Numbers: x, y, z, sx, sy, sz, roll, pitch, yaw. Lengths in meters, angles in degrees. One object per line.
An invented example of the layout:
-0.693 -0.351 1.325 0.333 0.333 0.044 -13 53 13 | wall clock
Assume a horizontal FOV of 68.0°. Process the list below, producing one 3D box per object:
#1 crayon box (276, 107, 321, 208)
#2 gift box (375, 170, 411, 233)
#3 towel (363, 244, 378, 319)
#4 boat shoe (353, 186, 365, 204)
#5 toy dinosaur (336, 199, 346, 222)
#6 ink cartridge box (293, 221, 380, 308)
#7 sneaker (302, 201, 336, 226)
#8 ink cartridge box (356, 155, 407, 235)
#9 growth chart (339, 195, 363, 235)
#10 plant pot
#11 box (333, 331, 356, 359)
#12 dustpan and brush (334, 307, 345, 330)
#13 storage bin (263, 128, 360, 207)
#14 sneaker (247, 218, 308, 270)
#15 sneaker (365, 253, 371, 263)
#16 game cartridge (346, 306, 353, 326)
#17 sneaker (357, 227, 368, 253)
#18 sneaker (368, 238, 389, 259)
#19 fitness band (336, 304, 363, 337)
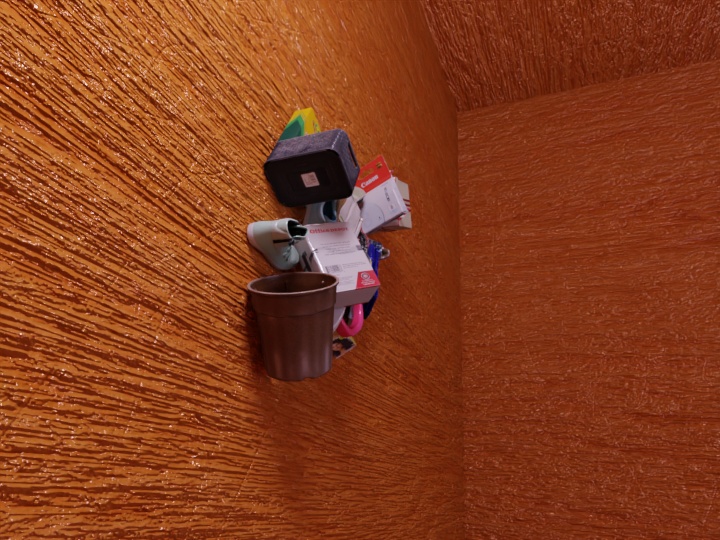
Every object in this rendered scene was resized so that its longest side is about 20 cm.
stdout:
-0.139 -0.301 1.431 0.174 0.058 0.201 -73 151 -45 | crayon box
0.082 -0.226 1.811 0.186 0.198 0.187 -2 82 -67 | gift box
0.029 0.037 1.708 0.148 0.049 0.202 102 -6 -54 | towel
-0.057 -0.195 1.609 0.199 0.074 0.067 -42 160 -52 | boat shoe
-0.056 -0.189 1.418 0.201 0.057 0.102 107 -11 -53 | toy dinosaur
-0.062 -0.014 1.321 0.143 0.084 0.202 -8 59 -32 | ink cartridge box
-0.102 -0.120 1.390 0.073 0.082 0.203 -13 120 -36 | sneaker
0.039 -0.236 1.678 0.047 0.159 0.202 -13 77 -60 | ink cartridge box
-0.043 -0.167 1.520 0.145 0.018 0.201 -61 139 -39 | growth chart
-0.140 0.121 1.165 0.200 0.198 0.201 -30 120 -67 | plant pot
-0.082 0.164 1.428 0.050 0.075 0.200 59 4 38 | box
-0.128 0.154 1.307 0.057 0.138 0.202 139 -31 -71 | dustpan and brush
-0.115 -0.243 1.285 0.094 0.197 0.136 -72 149 -45 | storage bin
-0.161 -0.056 1.232 0.200 0.117 0.075 43 44 -61 | sneaker
0.000 0.000 1.496 0.200 0.084 0.075 46 42 -45 | sneaker
-0.014 0.076 1.622 0.134 0.040 0.202 95 1 -61 | game cartridge
-0.013 -0.083 1.632 0.202 0.070 0.099 -109 -176 -47 | sneaker
0.031 -0.080 1.790 0.199 0.076 0.077 20 68 -61 | sneaker
-0.035 0.100 1.429 0.200 0.037 0.146 -24 99 -73 | fitness band
